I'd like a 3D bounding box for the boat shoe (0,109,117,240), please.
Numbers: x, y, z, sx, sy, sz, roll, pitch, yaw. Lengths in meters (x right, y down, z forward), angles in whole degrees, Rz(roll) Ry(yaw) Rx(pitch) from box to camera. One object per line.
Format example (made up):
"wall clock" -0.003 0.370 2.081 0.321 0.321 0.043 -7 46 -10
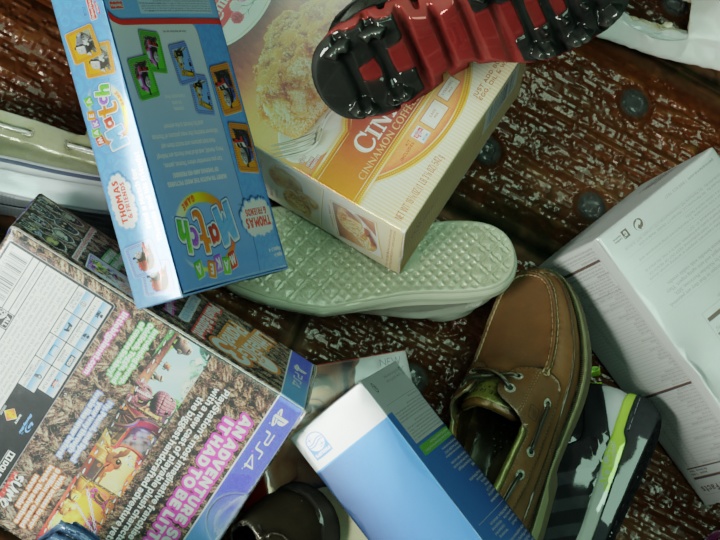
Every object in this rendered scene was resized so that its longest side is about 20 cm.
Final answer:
"boat shoe" -0.167 -0.060 1.464 0.199 0.072 0.062 12 76 -11

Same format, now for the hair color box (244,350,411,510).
"hair color box" -0.010 0.159 1.473 0.111 0.064 0.201 -9 80 -18

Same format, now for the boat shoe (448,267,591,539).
"boat shoe" 0.096 0.087 1.487 0.068 0.072 0.201 31 61 -50

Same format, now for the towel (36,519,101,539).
"towel" -0.163 0.206 1.344 0.112 0.200 0.049 46 60 -4

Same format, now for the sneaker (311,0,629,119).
"sneaker" 0.065 -0.157 1.419 0.200 0.098 0.071 -19 115 6

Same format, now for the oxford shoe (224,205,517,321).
"oxford shoe" 0.000 0.000 1.515 0.199 0.058 0.075 1 70 -4

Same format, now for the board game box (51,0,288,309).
"board game box" -0.110 -0.085 1.370 0.037 0.151 0.201 -16 90 22

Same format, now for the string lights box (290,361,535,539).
"string lights box" 0.052 0.153 1.389 0.059 0.103 0.200 -39 85 13

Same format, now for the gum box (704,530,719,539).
"gum box" 0.239 0.274 1.526 0.113 0.066 0.200 37 70 -9

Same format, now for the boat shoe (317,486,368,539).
"boat shoe" 0.022 0.221 1.408 0.063 0.074 0.202 -10 70 -53

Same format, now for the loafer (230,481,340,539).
"loafer" -0.072 0.221 1.400 0.071 0.073 0.201 -2 108 -47

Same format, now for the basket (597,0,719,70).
"basket" 0.239 -0.247 1.568 0.198 0.200 0.161 13 73 -15

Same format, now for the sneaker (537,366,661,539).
"sneaker" 0.125 0.158 1.527 0.083 0.072 0.200 22 70 15

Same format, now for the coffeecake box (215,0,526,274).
"coffeecake box" -0.019 -0.118 1.494 0.200 0.073 0.154 30 70 10

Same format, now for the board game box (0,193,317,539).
"board game box" -0.152 0.080 1.384 0.200 0.097 0.160 33 103 -5

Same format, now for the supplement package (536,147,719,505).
"supplement package" 0.230 0.040 1.549 0.109 0.114 0.200 -37 93 -20
